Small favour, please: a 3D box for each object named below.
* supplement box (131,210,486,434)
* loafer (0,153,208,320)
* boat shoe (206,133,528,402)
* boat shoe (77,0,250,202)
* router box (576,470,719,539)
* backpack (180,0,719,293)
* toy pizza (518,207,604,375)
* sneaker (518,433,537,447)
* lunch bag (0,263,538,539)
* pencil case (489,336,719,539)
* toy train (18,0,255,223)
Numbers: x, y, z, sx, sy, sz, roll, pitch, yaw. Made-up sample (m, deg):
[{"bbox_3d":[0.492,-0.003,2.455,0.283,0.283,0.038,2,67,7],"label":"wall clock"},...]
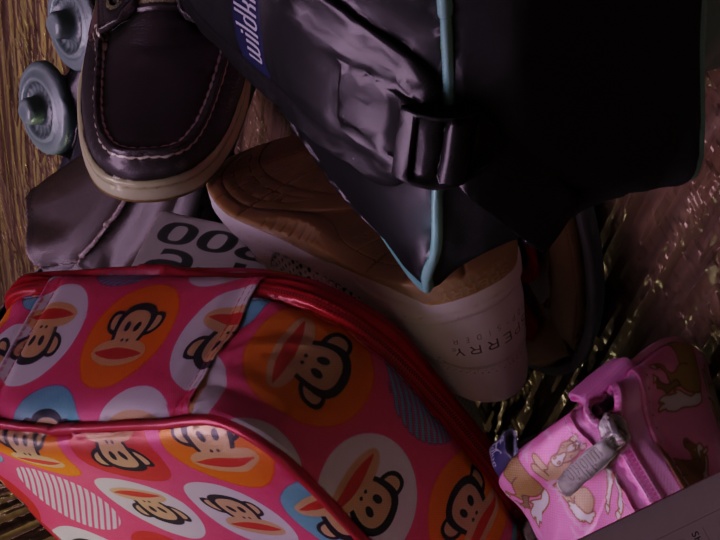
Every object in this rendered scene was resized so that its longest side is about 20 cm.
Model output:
[{"bbox_3d":[-0.018,0.070,0.989,0.126,0.074,0.200,12,149,22],"label":"supplement box"},{"bbox_3d":[-0.114,-0.019,1.028,0.073,0.071,0.200,-77,14,-58],"label":"loafer"},{"bbox_3d":[0.000,0.000,0.863,0.200,0.071,0.069,37,148,61],"label":"boat shoe"},{"bbox_3d":[-0.078,-0.115,0.936,0.065,0.073,0.200,82,-172,-49],"label":"boat shoe"},{"bbox_3d":[0.114,0.153,0.601,0.200,0.179,0.049,64,165,13],"label":"router box"},{"bbox_3d":[0.013,-0.122,0.587,0.200,0.153,0.176,39,149,42],"label":"backpack"},{"bbox_3d":[0.030,-0.049,0.884,0.200,0.032,0.200,58,163,29],"label":"toy pizza"},{"bbox_3d":[0.098,0.129,0.831,0.200,0.074,0.089,46,157,54],"label":"sneaker"},{"bbox_3d":[-0.039,0.078,0.850,0.200,0.082,0.176,1,141,45],"label":"lunch bag"},{"bbox_3d":[0.120,0.122,0.732,0.083,0.086,0.200,-49,62,41],"label":"pencil case"},{"bbox_3d":[-0.092,-0.096,1.083,0.114,0.085,0.200,52,137,31],"label":"toy train"}]
